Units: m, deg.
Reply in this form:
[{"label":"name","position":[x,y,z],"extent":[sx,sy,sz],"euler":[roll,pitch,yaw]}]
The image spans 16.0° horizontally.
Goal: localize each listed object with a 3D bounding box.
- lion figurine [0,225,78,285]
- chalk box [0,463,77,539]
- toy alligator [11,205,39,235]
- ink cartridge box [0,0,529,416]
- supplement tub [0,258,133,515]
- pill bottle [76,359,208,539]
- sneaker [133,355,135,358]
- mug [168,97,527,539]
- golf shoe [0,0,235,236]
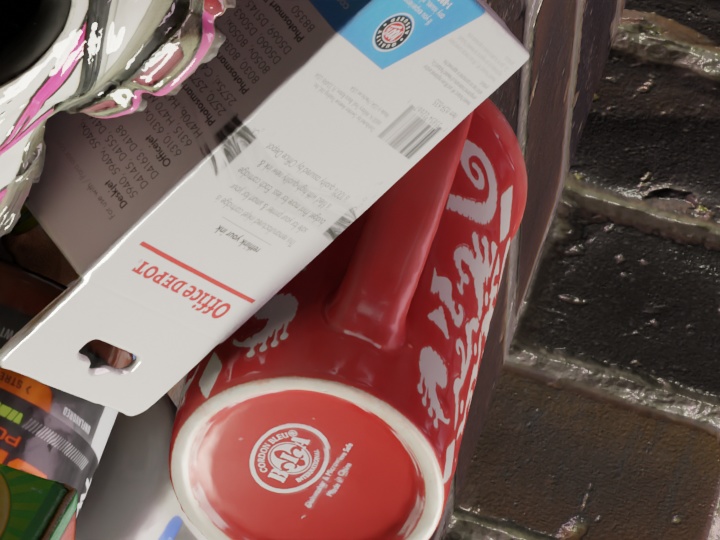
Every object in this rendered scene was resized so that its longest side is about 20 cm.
[{"label":"lion figurine","position":[-0.125,-0.018,1.089],"extent":[0.200,0.072,0.123],"euler":[-25,139,-48]},{"label":"chalk box","position":[-0.156,0.126,0.739],"extent":[0.125,0.199,0.124],"euler":[-63,165,-48]},{"label":"toy alligator","position":[-0.138,-0.070,0.993],"extent":[0.054,0.059,0.200],"euler":[-27,-150,32]},{"label":"ink cartridge box","position":[-0.048,-0.046,0.899],"extent":[0.200,0.067,0.116],"euler":[-42,156,7]},{"label":"supplement tub","position":[-0.163,0.100,0.941],"extent":[0.107,0.107,0.201],"euler":[82,25,-67]},{"label":"pill bottle","position":[-0.102,0.123,1.090],"extent":[0.200,0.113,0.114],"euler":[64,41,-57]},{"label":"sneaker","position":[-0.143,0.103,1.184],"extent":[0.072,0.072,0.201],"euler":[-21,126,-64]},{"label":"mug","position":[-0.011,0.002,1.028],"extent":[0.200,0.133,0.178],"euler":[-77,162,-50]},{"label":"golf shoe","position":[-0.136,-0.056,0.822],"extent":[0.200,0.073,0.092],"euler":[-40,150,27]}]
